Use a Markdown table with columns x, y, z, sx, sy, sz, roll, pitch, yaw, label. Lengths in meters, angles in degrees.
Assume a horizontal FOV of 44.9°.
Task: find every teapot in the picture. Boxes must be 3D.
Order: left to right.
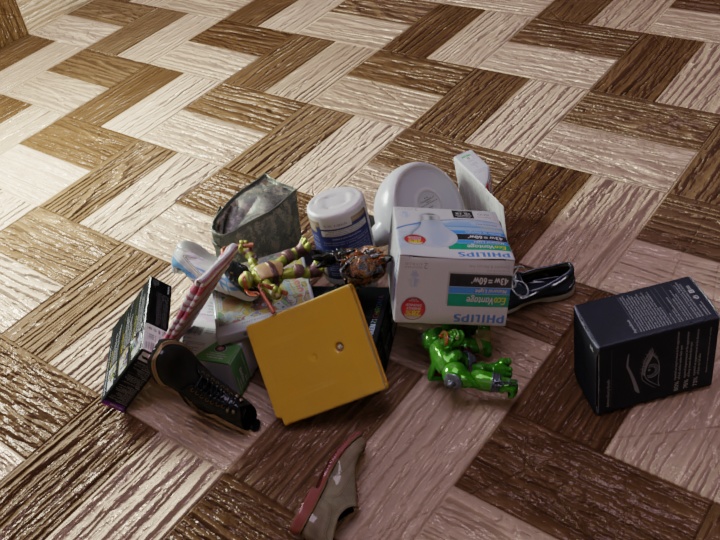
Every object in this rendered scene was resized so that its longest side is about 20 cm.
| x | y | z | sx | sy | sz | roll | pitch | yaw | label |
| --- | --- | --- | --- | --- | --- | --- | --- | --- | --- |
| 0.102 | -0.111 | 1.732 | 0.197 | 0.146 | 0.201 | 18 | 67 | -23 | teapot |

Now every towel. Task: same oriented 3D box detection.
| x | y | z | sx | sy | sz | roll | pitch | yaw | label |
| --- | --- | --- | --- | --- | --- | --- | --- | --- | --- |
| -0.280 | 0.053 | 1.449 | 0.030 | 0.201 | 0.147 | 34 | 28 | -3 | towel |

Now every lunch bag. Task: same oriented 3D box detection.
| x | y | z | sx | sy | sz | roll | pitch | yaw | label |
| --- | --- | --- | --- | --- | --- | --- | --- | --- | --- |
| -0.217 | -0.065 | 1.736 | 0.116 | 0.166 | 0.200 | 25 | 50 | 30 | lunch bag |

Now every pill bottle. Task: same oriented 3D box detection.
| x | y | z | sx | sy | sz | roll | pitch | yaw | label |
| --- | --- | --- | --- | --- | --- | --- | --- | --- | --- |
| -0.027 | -0.043 | 1.624 | 0.109 | 0.203 | 0.112 | -10 | 31 | 6 | pill bottle |

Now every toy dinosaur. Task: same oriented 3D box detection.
| x | y | z | sx | sy | sz | roll | pitch | yaw | label |
| --- | --- | --- | --- | --- | --- | --- | --- | --- | --- |
| 0.000 | 0.000 | 1.493 | 0.133 | 0.200 | 0.104 | -18 | 70 | 18 | toy dinosaur |

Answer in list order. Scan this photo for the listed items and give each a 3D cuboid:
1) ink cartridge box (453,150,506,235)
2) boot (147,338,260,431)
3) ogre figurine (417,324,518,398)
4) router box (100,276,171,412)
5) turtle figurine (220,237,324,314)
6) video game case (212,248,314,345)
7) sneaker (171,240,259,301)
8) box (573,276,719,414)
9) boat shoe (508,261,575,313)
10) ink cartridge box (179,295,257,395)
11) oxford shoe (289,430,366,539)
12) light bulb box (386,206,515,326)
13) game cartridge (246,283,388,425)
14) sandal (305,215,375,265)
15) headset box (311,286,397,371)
| x | y | z | sx | sy | sz | roll | pitch | yaw | label |
| --- | --- | --- | --- | --- | --- | --- | --- | --- | --- |
| 0.252 | -0.118 | 1.687 | 0.049 | 0.163 | 0.201 | -24 | 39 | -11 | ink cartridge box |
| -0.245 | 0.186 | 1.406 | 0.137 | 0.200 | 0.078 | 21 | 72 | 29 | boot |
| 0.173 | 0.144 | 1.443 | 0.117 | 0.099 | 0.202 | -3 | 51 | -19 | ogre figurine |
| -0.401 | 0.130 | 1.566 | 0.149 | 0.051 | 0.202 | -48 | 29 | 25 | router box |
| -0.146 | 0.008 | 1.518 | 0.159 | 0.065 | 0.200 | -18 | 41 | -26 | turtle figurine |
| -0.177 | 0.041 | 1.566 | 0.178 | 0.023 | 0.201 | -16 | 36 | -3 | video game case |
| -0.260 | 0.012 | 1.571 | 0.198 | 0.074 | 0.071 | 27 | 22 | 26 | sneaker |
| 0.440 | 0.117 | 1.358 | 0.196 | 0.150 | 0.105 | -13 | 38 | -3 | box |
| 0.292 | 0.030 | 1.573 | 0.196 | 0.063 | 0.076 | -10 | 40 | 3 | boat shoe |
| -0.244 | 0.118 | 1.579 | 0.142 | 0.085 | 0.201 | 5 | 41 | 22 | ink cartridge box |
| -0.031 | 0.327 | 1.300 | 0.074 | 0.071 | 0.201 | 31 | 47 | 7 | oxford shoe |
| 0.148 | -0.010 | 1.494 | 0.194 | 0.127 | 0.201 | 2 | 26 | -3 | light bulb box |
| -0.072 | 0.140 | 1.423 | 0.197 | 0.179 | 0.032 | -21 | -4 | 17 | game cartridge |
| -0.041 | -0.061 | 1.783 | 0.199 | 0.046 | 0.075 | -34 | 43 | -26 | sandal |
| -0.048 | 0.116 | 1.527 | 0.196 | 0.094 | 0.176 | 1 | 39 | 16 | headset box |
